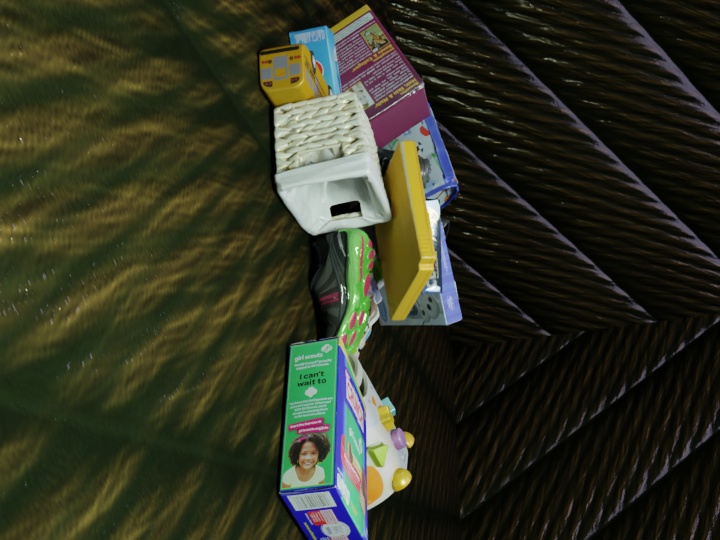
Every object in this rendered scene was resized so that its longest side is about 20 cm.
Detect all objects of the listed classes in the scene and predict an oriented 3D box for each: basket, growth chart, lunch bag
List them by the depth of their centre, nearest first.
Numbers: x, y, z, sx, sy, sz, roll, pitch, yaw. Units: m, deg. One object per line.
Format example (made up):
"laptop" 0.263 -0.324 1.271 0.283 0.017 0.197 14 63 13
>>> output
"basket" -0.038 -0.146 1.189 0.200 0.132 0.127 56 26 -72
"growth chart" -0.003 0.080 1.342 0.204 0.017 0.145 -67 157 -12
"lunch bag" 0.093 -0.184 1.554 0.199 0.122 0.174 -38 -113 52

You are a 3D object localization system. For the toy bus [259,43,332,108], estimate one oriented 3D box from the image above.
"toy bus" -0.084 -0.248 1.199 0.200 0.063 0.080 51 32 -73

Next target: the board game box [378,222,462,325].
"board game box" 0.082 -0.007 1.480 0.197 0.043 0.205 -5 -81 56

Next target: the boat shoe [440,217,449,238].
"boat shoe" 0.120 -0.008 1.543 0.074 0.062 0.206 -42 145 -51

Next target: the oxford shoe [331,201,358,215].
"oxford shoe" -0.035 -0.181 1.443 0.073 0.070 0.205 -54 133 -64

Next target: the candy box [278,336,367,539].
"candy box" -0.040 0.217 1.060 0.171 0.075 0.203 71 14 -49

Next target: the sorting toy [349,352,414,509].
"sorting toy" 0.007 0.229 1.295 0.201 0.104 0.184 -77 150 -65

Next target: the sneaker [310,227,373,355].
"sneaker" -0.033 0.039 1.250 0.076 0.082 0.206 8 92 -61

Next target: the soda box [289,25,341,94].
"soda box" -0.063 -0.277 1.357 0.068 0.062 0.206 -33 116 -79

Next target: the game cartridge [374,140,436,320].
"game cartridge" 0.063 -0.056 1.252 0.177 0.032 0.204 115 -31 -59

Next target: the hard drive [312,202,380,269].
"hard drive" -0.005 -0.023 1.379 0.200 0.037 0.143 -40 125 -54

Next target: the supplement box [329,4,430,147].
"supplement box" 0.016 -0.330 1.469 0.202 0.129 0.103 59 0 23

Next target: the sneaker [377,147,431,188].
"sneaker" 0.038 -0.163 1.363 0.199 0.089 0.068 27 -73 61

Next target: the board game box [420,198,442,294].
"board game box" 0.078 -0.045 1.329 0.200 0.034 0.139 -157 -117 -75
